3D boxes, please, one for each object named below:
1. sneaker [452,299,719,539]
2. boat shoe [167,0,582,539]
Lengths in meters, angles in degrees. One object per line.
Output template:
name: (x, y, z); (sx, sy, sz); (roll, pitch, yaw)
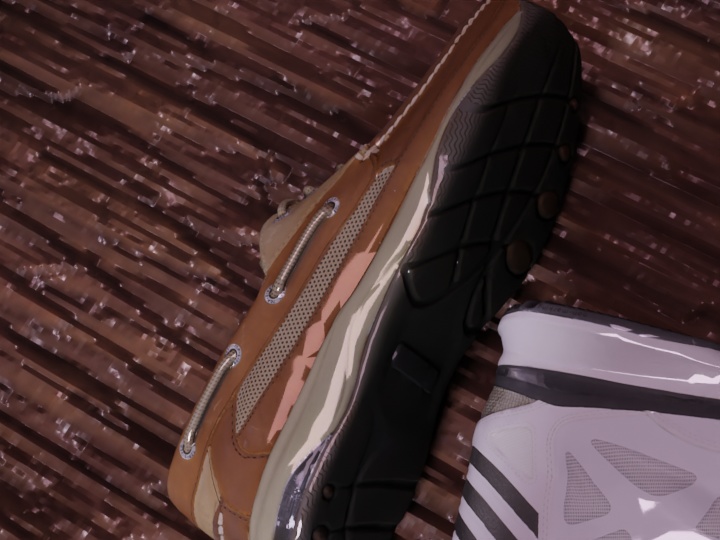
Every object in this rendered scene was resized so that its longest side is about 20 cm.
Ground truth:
sneaker: (0.115, 0.084, 0.829); (0.200, 0.076, 0.116); (12, 80, 35)
boat shoe: (0.000, 0.000, 0.906); (0.074, 0.076, 0.200); (20, 74, 32)
